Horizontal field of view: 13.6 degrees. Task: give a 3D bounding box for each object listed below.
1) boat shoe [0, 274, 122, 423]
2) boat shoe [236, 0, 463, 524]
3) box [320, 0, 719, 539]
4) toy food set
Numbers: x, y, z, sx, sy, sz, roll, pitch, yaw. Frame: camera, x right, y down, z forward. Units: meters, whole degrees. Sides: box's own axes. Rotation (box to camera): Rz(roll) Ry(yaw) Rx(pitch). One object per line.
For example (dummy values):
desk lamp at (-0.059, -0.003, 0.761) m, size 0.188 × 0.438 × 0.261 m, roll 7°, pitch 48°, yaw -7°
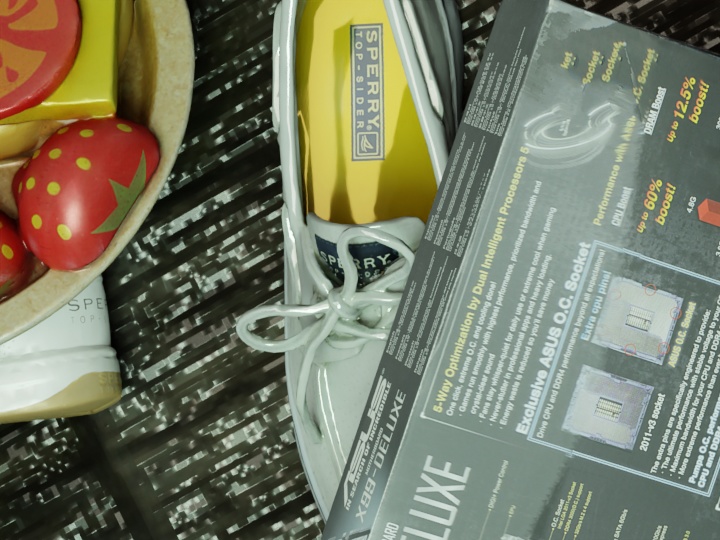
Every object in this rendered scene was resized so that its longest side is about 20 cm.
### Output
boat shoe at (-0.174, 0.020, 0.954) m, size 0.198 × 0.071 × 0.070 m, roll -6°, pitch 87°, yaw 6°
boat shoe at (0.005, -0.001, 0.893) m, size 0.074 × 0.086 × 0.204 m, roll -3°, pitch 87°, yaw 16°
box at (0.085, 0.040, 0.852) m, size 0.157 × 0.050 × 0.201 m, roll 17°, pitch 94°, yaw -15°
toy food set at (-0.149, -0.059, 0.923) m, size 0.198 × 0.049 × 0.199 m, roll -5°, pitch 63°, yaw 8°
